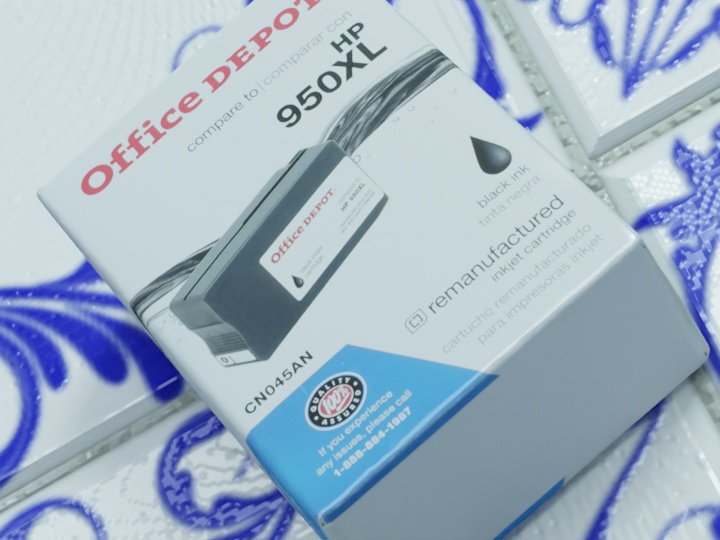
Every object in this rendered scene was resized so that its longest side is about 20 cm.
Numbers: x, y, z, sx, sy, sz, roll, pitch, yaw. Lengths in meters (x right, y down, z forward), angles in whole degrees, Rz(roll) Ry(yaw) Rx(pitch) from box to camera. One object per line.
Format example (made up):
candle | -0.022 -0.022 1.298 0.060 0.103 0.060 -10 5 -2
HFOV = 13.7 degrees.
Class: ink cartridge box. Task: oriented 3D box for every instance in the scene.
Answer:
ink cartridge box | 0.000 0.000 1.053 0.145 0.084 0.200 -41 51 -4
